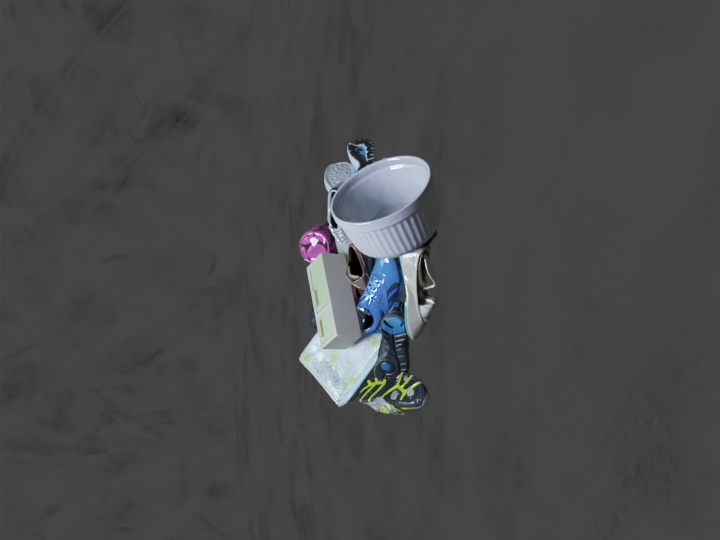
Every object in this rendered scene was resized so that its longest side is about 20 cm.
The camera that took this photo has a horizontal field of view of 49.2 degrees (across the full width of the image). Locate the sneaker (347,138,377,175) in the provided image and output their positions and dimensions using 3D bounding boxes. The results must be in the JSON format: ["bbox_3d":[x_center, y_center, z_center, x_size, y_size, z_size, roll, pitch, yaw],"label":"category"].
[{"bbox_3d":[0.023,-0.206,1.786,0.090,0.078,0.200,81,178,-52],"label":"sneaker"}]

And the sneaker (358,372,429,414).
[{"bbox_3d":[0.082,0.259,1.619,0.200,0.076,0.075,-8,49,57],"label":"sneaker"}]

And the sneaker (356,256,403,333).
[{"bbox_3d":[0.037,0.049,1.650,0.066,0.078,0.200,41,136,44],"label":"sneaker"}]

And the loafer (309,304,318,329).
[{"bbox_3d":[-0.071,0.047,1.873,0.072,0.073,0.200,125,155,-45],"label":"loafer"}]

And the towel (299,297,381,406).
[{"bbox_3d":[-0.031,0.180,1.762,0.171,0.048,0.200,44,103,29],"label":"towel"}]

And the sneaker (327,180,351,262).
[{"bbox_3d":[-0.042,-0.098,1.756,0.073,0.071,0.200,2,109,34],"label":"sneaker"}]

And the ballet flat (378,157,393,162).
[{"bbox_3d":[0.036,-0.154,1.670,0.200,0.074,0.074,-53,38,34],"label":"ballet flat"}]

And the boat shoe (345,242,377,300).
[{"bbox_3d":[0.000,0.000,1.690,0.076,0.072,0.200,39,145,37],"label":"boat shoe"}]

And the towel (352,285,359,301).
[{"bbox_3d":[-0.018,0.034,1.876,0.200,0.022,0.145,140,128,-66],"label":"towel"}]

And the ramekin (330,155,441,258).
[{"bbox_3d":[0.056,-0.113,1.462,0.105,0.200,0.200,61,180,-36],"label":"ramekin"}]

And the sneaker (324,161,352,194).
[{"bbox_3d":[-0.035,-0.153,1.893,0.200,0.080,0.147,-106,6,-47],"label":"sneaker"}]

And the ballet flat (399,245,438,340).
[{"bbox_3d":[0.114,0.041,1.484,0.069,0.069,0.200,-136,36,-65],"label":"ballet flat"}]

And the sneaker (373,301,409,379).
[{"bbox_3d":[0.075,0.157,1.651,0.082,0.073,0.200,-69,-12,-56],"label":"sneaker"}]

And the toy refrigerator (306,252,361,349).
[{"bbox_3d":[-0.062,0.067,1.726,0.076,0.070,0.200,-43,52,48],"label":"toy refrigerator"}]

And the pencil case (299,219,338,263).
[{"bbox_3d":[-0.082,-0.067,1.905,0.200,0.091,0.094,-35,-39,-69],"label":"pencil case"}]

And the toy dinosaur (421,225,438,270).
[{"bbox_3d":[0.110,-0.014,1.541,0.088,0.047,0.200,-129,38,-52],"label":"toy dinosaur"}]
